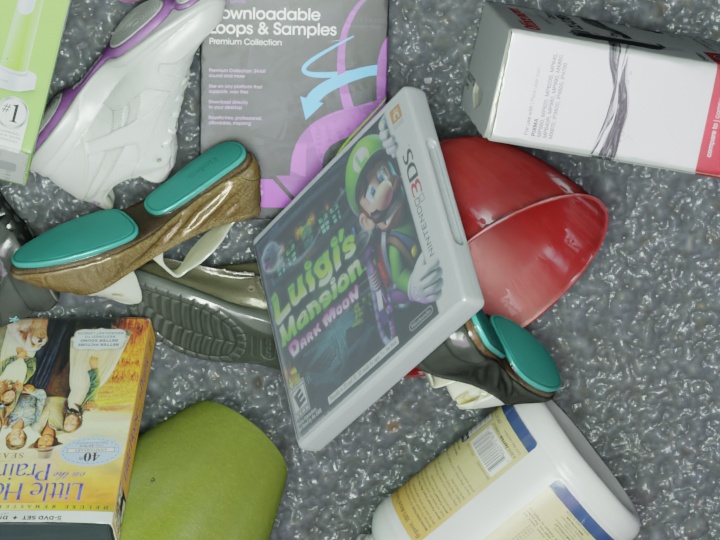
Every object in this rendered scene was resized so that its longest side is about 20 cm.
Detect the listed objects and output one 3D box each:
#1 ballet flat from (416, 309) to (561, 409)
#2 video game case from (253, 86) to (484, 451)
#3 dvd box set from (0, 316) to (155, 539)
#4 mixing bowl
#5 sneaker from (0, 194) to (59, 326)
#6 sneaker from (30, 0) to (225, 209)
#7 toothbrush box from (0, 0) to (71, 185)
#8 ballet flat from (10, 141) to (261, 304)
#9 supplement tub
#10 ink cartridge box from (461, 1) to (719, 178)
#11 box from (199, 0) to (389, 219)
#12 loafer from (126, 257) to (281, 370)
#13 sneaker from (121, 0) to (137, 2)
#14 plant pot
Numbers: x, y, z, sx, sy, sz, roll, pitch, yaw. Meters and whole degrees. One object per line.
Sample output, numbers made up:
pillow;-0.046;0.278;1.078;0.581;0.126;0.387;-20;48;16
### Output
ballet flat;0.083;0.063;1.607;0.068;0.200;0.068;-29;65;14
video game case;0.000;0.000;1.566;0.023;0.183;0.200;12;139;-36
dvd box set;-0.235;0.115;1.622;0.145;0.201;0.030;0;135;7
mixing bowl;0.073;-0.026;1.635;0.200;0.200;0.109;-37;65;6
sneaker;-0.299;-0.045;1.634;0.079;0.075;0.201;-25;105;7
sneaker;-0.156;-0.128;1.631;0.099;0.075;0.200;38;115;-19
toothbrush box;-0.279;-0.180;1.554;0.144;0.086;0.202;13;75;-8
ballet flat;-0.156;-0.021;1.620;0.199;0.068;0.073;-30;123;-15
supplement tub;0.099;0.203;1.706;0.200;0.145;0.145;-39;105;7
ink cartridge box;0.184;-0.132;1.617;0.198;0.144;0.085;8;104;-7
box;-0.050;-0.137;1.654;0.141;0.036;0.202;0;105;-4
loafer;-0.083;0.029;1.690;0.198;0.070;0.075;17;141;1
sneaker;-0.103;-0.267;1.572;0.199;0.080;0.089;-26;84;-24
plant pot;-0.148;0.201;1.662;0.187;0.187;0.200;45;61;-15
